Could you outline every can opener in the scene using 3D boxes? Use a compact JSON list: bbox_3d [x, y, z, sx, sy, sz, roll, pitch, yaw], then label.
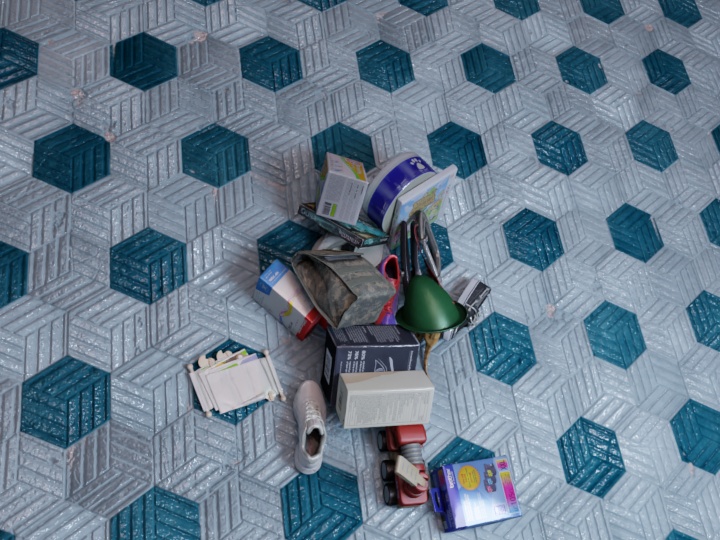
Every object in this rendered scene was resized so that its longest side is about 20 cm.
[{"bbox_3d":[0.121,-0.021,1.793,0.062,0.078,0.205,-9,94,-29],"label":"can opener"}]

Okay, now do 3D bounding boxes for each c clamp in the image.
[{"bbox_3d":[0.177,-0.041,1.817,0.027,0.203,0.172,-11,31,20],"label":"c clamp"}]

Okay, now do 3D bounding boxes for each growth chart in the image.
[{"bbox_3d":[-0.275,0.242,1.616,0.196,0.018,0.147,-11,68,-21],"label":"growth chart"}]

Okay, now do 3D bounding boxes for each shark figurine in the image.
[{"bbox_3d":[-0.083,-0.057,1.784,0.127,0.090,0.215,37,58,5],"label":"shark figurine"}]

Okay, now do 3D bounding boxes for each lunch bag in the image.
[{"bbox_3d":[-0.044,0.020,1.632,0.200,0.118,0.163,46,25,24],"label":"lunch bag"}]

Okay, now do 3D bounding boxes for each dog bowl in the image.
[{"bbox_3d":[0.101,-0.194,1.834,0.199,0.202,0.079,-34,66,-28],"label":"dog bowl"}]

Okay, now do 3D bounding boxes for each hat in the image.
[{"bbox_3d":[0.146,0.022,1.659,0.164,0.180,0.198,-23,28,-34],"label":"hat"}]

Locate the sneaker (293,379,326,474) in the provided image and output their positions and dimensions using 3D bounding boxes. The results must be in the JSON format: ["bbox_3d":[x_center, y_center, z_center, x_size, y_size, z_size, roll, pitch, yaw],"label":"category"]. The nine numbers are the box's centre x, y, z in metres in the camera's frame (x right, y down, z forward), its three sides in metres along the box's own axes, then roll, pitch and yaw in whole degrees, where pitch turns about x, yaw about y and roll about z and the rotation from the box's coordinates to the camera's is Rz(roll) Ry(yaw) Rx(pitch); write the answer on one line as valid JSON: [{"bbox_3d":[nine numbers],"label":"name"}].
[{"bbox_3d":[-0.101,0.329,1.579,0.076,0.100,0.204,2,64,-16],"label":"sneaker"}]

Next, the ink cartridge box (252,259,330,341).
[{"bbox_3d":[-0.148,0.082,1.676,0.199,0.117,0.067,40,60,6],"label":"ink cartridge box"}]

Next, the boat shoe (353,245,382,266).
[{"bbox_3d":[0.000,0.000,1.794,0.073,0.060,0.203,25,57,-11],"label":"boat shoe"}]

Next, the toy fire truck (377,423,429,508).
[{"bbox_3d":[0.098,0.400,1.547,0.126,0.201,0.179,1,64,-16],"label":"toy fire truck"}]

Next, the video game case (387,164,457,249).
[{"bbox_3d":[0.156,-0.159,1.851,0.198,0.184,0.022,-33,64,-28],"label":"video game case"}]

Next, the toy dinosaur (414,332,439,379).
[{"bbox_3d":[0.167,0.166,1.755,0.059,0.106,0.203,13,104,-26],"label":"toy dinosaur"}]

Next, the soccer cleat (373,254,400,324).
[{"bbox_3d":[0.066,0.059,1.778,0.067,0.073,0.204,9,62,-12],"label":"soccer cleat"}]

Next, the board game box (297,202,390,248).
[{"bbox_3d":[-0.040,-0.114,1.778,0.198,0.029,0.135,30,21,24],"label":"board game box"}]

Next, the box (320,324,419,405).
[{"bbox_3d":[0.020,0.209,1.634,0.196,0.151,0.104,1,22,-18],"label":"box"}]

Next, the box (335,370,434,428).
[{"bbox_3d":[0.052,0.276,1.569,0.196,0.097,0.078,1,22,-18],"label":"box"}]

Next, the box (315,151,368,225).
[{"bbox_3d":[-0.049,-0.205,1.794,0.099,0.114,0.201,15,20,-10],"label":"box"}]

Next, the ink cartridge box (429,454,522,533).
[{"bbox_3d":[0.243,0.498,1.618,0.196,0.077,0.139,-5,66,-17],"label":"ink cartridge box"}]

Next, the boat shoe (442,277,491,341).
[{"bbox_3d":[0.269,0.106,1.818,0.067,0.074,0.200,27,49,14],"label":"boat shoe"}]
